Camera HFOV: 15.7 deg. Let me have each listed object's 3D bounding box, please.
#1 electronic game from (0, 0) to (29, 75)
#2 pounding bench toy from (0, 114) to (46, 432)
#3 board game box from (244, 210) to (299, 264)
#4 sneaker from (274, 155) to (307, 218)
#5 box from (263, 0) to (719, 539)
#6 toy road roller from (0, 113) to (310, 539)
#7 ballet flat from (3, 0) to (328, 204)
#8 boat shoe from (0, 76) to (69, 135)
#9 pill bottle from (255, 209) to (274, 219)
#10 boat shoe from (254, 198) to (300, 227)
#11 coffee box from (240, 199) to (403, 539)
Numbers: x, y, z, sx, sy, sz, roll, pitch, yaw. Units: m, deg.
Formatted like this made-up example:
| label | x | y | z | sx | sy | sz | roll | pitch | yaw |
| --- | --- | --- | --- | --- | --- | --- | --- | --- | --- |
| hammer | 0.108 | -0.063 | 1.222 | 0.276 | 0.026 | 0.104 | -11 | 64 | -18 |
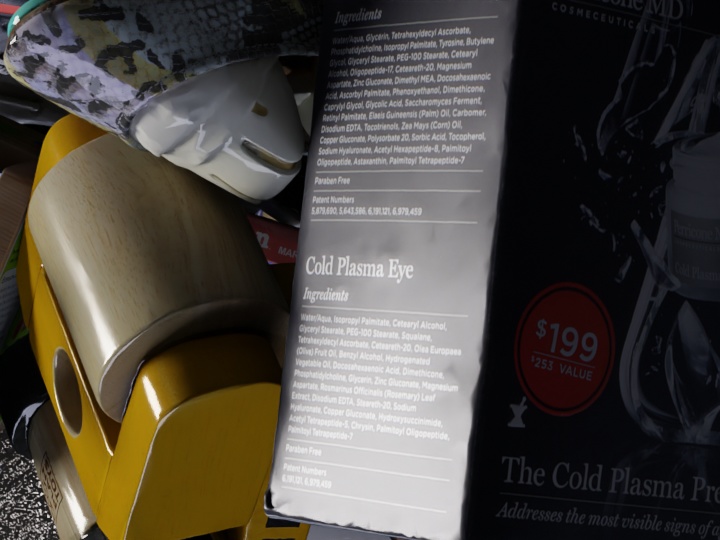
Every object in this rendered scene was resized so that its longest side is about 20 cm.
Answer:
| label | x | y | z | sx | sy | sz | roll | pitch | yaw |
| --- | --- | --- | --- | --- | --- | --- | --- | --- | --- |
| electronic game | -0.130 | -0.090 | 0.929 | 0.200 | 0.042 | 0.200 | 7 | 178 | 0 |
| pounding bench toy | -0.204 | -0.011 | 0.960 | 0.156 | 0.124 | 0.200 | 25 | -170 | 5 |
| board game box | 0.000 | 0.000 | 1.098 | 0.200 | 0.019 | 0.103 | 18 | -179 | 15 |
| sneaker | 0.047 | -0.009 | 0.970 | 0.200 | 0.074 | 0.080 | 45 | -169 | 5 |
| box | 0.085 | 0.000 | 0.841 | 0.200 | 0.182 | 0.104 | 8 | 176 | -38 |
| toy road roller | -0.043 | 0.034 | 0.933 | 0.146 | 0.123 | 0.200 | -12 | 146 | -21 |
| ballet flat | -0.020 | -0.056 | 0.856 | 0.200 | 0.072 | 0.072 | -1 | -177 | -38 |
| boat shoe | -0.138 | -0.071 | 1.077 | 0.200 | 0.066 | 0.072 | 5 | 177 | 15 |
| pill bottle | -0.053 | 0.057 | 1.257 | 0.116 | 0.200 | 0.116 | 38 | -158 | -18 |
| boat shoe | 0.021 | -0.045 | 1.186 | 0.200 | 0.072 | 0.059 | 20 | 157 | -41 |
| coffee box | 0.005 | 0.049 | 1.427 | 0.199 | 0.198 | 0.200 | 7 | -168 | -5 |
